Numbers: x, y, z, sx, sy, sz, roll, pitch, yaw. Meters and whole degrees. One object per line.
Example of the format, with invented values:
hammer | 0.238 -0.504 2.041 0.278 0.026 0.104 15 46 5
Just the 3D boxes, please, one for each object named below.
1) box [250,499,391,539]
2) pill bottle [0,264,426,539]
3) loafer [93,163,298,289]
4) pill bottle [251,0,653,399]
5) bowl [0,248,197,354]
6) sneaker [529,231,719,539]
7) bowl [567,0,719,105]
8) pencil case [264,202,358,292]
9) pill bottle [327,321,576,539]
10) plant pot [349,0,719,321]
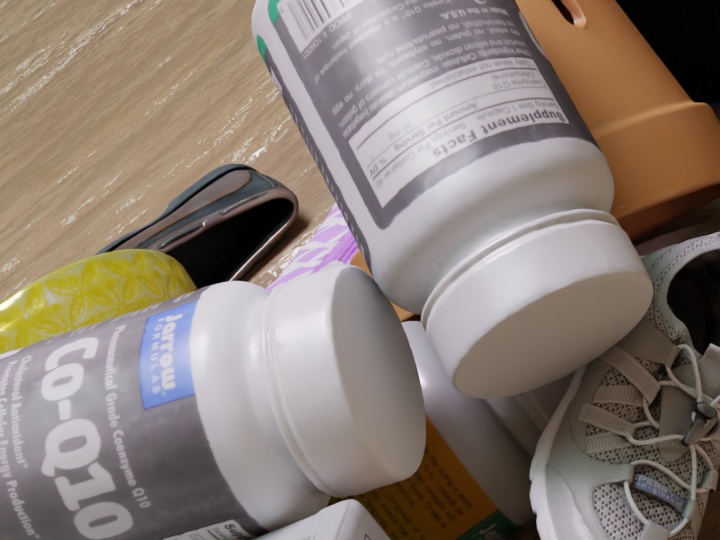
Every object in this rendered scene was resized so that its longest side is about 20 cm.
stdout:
box | -0.065 0.228 1.059 0.199 0.131 0.200 -23 28 31
pill bottle | -0.080 0.070 1.124 0.200 0.114 0.114 -18 30 21
loafer | -0.120 0.007 1.591 0.200 0.072 0.063 -46 31 -20
pill bottle | 0.040 -0.052 1.119 0.113 0.113 0.200 -32 65 13
bowl | -0.144 0.096 1.391 0.200 0.200 0.108 -40 65 -2
sneaker | 0.127 0.061 1.108 0.082 0.075 0.200 -41 29 45
bowl | 0.157 -0.149 1.336 0.200 0.201 0.039 -16 53 40
pencil case | 0.000 0.000 1.376 0.084 0.086 0.200 8 31 19
pill bottle | 0.014 0.095 1.203 0.200 0.113 0.113 -36 25 4
plant pot | 0.071 -0.068 1.270 0.200 0.140 0.200 -23 -6 -3
